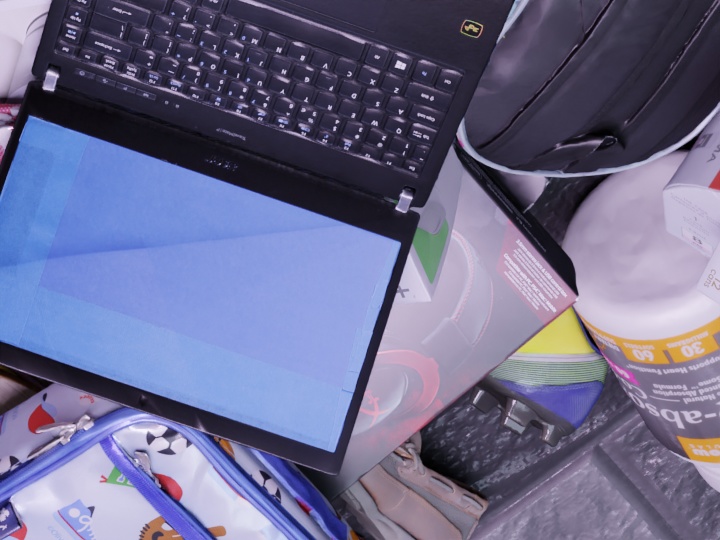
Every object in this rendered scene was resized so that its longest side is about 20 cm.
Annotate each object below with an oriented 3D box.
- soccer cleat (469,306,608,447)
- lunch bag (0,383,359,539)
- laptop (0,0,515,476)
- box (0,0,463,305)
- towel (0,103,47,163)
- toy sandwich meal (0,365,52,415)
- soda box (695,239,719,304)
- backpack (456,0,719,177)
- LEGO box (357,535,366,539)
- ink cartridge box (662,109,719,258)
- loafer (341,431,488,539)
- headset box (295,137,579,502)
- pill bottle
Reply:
[{"bbox_3d":[0.064,0.017,1.571,0.200,0.065,0.084,41,75,-40],"label":"soccer cleat"},{"bbox_3d":[-0.094,0.128,1.382,0.160,0.076,0.200,-30,123,19],"label":"lunch bag"},{"bbox_3d":[-0.055,-0.042,1.197,0.177,0.103,0.200,19,134,-5],"label":"laptop"},{"bbox_3d":[-0.070,-0.077,1.307,0.176,0.097,0.200,-7,131,21],"label":"box"},{"bbox_3d":[-0.215,-0.020,1.322,0.199,0.030,0.147,6,137,20],"label":"towel"},{"bbox_3d":[-0.195,0.142,1.467,0.204,0.070,0.206,0,89,-6],"label":"toy sandwich meal"},{"bbox_3d":[0.233,-0.063,1.372,0.068,0.064,0.200,-28,147,-58],"label":"soda box"},{"bbox_3d":[0.112,-0.142,1.368,0.177,0.151,0.200,0,131,-36],"label":"backpack"},{"bbox_3d":[-0.056,0.185,1.584,0.077,0.149,0.200,-43,135,15],"label":"LEGO box"},{"bbox_3d":[0.203,-0.101,1.420,0.163,0.057,0.200,-56,162,-9],"label":"ink cartridge box"},{"bbox_3d":[0.011,0.102,1.613,0.063,0.072,0.200,-46,143,-7],"label":"loafer"},{"bbox_3d":[0.000,0.000,1.454,0.200,0.075,0.149,-39,103,10],"label":"headset box"},{"bbox_3d":[0.192,0.035,1.601,0.116,0.117,0.200,-32,136,3],"label":"pill bottle"}]
